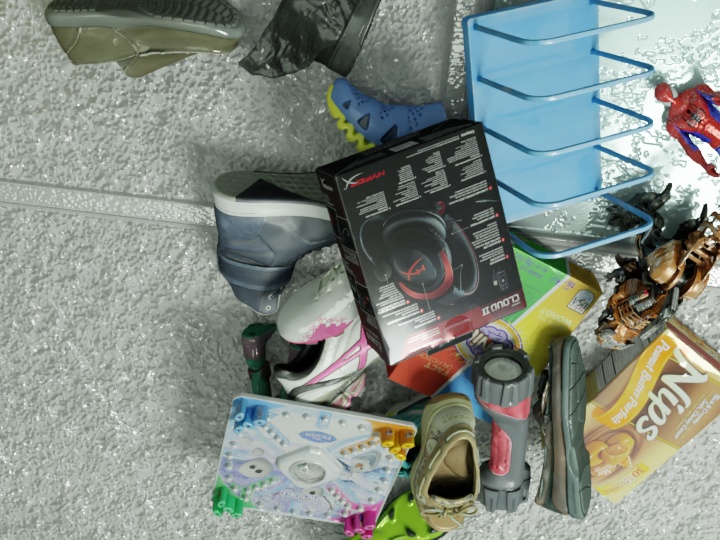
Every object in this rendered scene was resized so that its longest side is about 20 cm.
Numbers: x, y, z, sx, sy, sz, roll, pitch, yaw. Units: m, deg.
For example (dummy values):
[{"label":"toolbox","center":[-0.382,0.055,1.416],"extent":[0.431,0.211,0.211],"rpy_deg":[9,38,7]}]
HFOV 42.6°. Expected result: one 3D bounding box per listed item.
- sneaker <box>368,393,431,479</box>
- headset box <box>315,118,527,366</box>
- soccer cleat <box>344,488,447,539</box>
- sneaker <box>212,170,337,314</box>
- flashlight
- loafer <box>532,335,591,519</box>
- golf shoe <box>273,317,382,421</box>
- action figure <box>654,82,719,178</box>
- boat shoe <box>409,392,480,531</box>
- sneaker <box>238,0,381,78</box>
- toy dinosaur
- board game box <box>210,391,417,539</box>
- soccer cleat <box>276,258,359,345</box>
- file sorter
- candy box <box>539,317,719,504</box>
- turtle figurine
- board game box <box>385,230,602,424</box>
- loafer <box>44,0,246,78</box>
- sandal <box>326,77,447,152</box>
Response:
[{"label":"sneaker","center":[0.034,0.204,1.064],"extent":[0.198,0.080,0.078],"rpy_deg":[-34,107,21]},{"label":"headset box","center":[0.059,-0.019,0.853],"extent":[0.146,0.075,0.204],"rpy_deg":[-21,107,-12]},{"label":"soccer cleat","center":[0.042,0.321,1.131],"extent":[0.198,0.081,0.068],"rpy_deg":[-32,75,0]},{"label":"sneaker","center":[-0.056,-0.026,0.973],"extent":[0.198,0.078,0.148],"rpy_deg":[4,125,-4]},{"label":"flashlight","center":[0.150,0.178,1.002],"extent":[0.067,0.067,0.203],"rpy_deg":[33,137,38]},{"label":"loafer","center":[0.206,0.168,0.983],"extent":[0.062,0.072,0.204],"rpy_deg":[0,105,29]},{"label":"golf shoe","center":[-0.006,0.061,0.971],"extent":[0.092,0.072,0.201],"rpy_deg":[41,86,-28]},{"label":"action figure","center":[0.360,-0.110,0.869],"extent":[0.198,0.099,0.066],"rpy_deg":[33,114,-6]},{"label":"boat shoe","center":[0.093,0.222,0.995],"extent":[0.072,0.063,0.203],"rpy_deg":[-9,128,-5]},{"label":"sneaker","center":[-0.031,-0.261,0.862],"extent":[0.103,0.060,0.202],"rpy_deg":[24,116,-5]},{"label":"toy dinosaur","center":[0.302,-0.005,0.891],"extent":[0.198,0.137,0.102],"rpy_deg":[-29,119,29]},{"label":"board game box","center":[-0.057,0.221,1.011],"extent":[0.196,0.026,0.202],"rpy_deg":[11,132,-9]},{"label":"soccer cleat","center":[0.000,0.000,0.921],"extent":[0.197,0.070,0.087],"rpy_deg":[-26,141,-7]},{"label":"file sorter","center":[0.186,-0.133,0.837],"extent":[0.136,0.123,0.204],"rpy_deg":[-16,115,-16]},{"label":"candy box","center":[0.305,0.152,1.019],"extent":[0.115,0.056,0.201],"rpy_deg":[36,114,-9]},{"label":"turtle figurine","center":[-0.090,0.168,1.057],"extent":[0.146,0.101,0.204],"rpy_deg":[4,110,5]},{"label":"board game box","center":[0.139,0.060,0.990],"extent":[0.151,0.041,0.202],"rpy_deg":[24,116,-17]},{"label":"loafer","center":[-0.205,-0.229,0.901],"extent":[0.196,0.076,0.071],"rpy_deg":[6,128,9]},{"label":"sandal","center":[0.055,-0.132,0.910],"extent":[0.198,0.080,0.088],"rpy_deg":[32,110,-17]}]
